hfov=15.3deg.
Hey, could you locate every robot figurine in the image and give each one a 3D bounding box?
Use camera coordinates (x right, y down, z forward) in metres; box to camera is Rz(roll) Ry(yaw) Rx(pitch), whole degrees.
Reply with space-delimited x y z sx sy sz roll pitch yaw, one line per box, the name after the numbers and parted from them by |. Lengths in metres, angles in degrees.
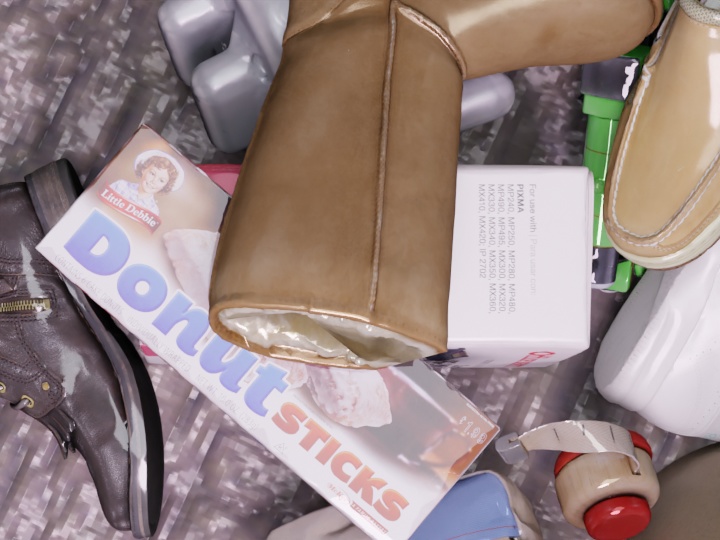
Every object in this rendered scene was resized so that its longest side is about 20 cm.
0.008 -0.129 1.256 0.200 0.113 0.170 -26 68 -5 | robot figurine

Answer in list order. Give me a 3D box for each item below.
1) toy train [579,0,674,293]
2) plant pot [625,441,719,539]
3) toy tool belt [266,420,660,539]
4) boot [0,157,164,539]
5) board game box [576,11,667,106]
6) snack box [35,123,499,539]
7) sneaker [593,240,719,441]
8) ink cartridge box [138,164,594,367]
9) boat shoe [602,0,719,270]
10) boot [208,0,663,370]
0.123 -0.082 1.253 0.042 0.056 0.200 11 108 20 | toy train
0.206 0.162 1.192 0.187 0.200 0.188 0 84 -4 | plant pot
0.054 0.161 1.210 0.200 0.125 0.123 -22 58 9 | toy tool belt
-0.192 0.051 1.256 0.174 0.069 0.200 -18 81 0 | boot
0.219 -0.057 1.271 0.200 0.028 0.135 46 114 3 | board game box
-0.039 0.029 1.136 0.200 0.024 0.072 41 87 -2 | snack box
0.195 -0.008 1.249 0.088 0.075 0.200 28 111 -13 | sneaker
0.000 0.000 1.225 0.200 0.145 0.084 0 85 -3 | ink cartridge box
0.157 -0.099 1.187 0.072 0.076 0.200 20 81 25 | boat shoe
0.035 -0.050 1.130 0.175 0.066 0.200 6 59 3 | boot
